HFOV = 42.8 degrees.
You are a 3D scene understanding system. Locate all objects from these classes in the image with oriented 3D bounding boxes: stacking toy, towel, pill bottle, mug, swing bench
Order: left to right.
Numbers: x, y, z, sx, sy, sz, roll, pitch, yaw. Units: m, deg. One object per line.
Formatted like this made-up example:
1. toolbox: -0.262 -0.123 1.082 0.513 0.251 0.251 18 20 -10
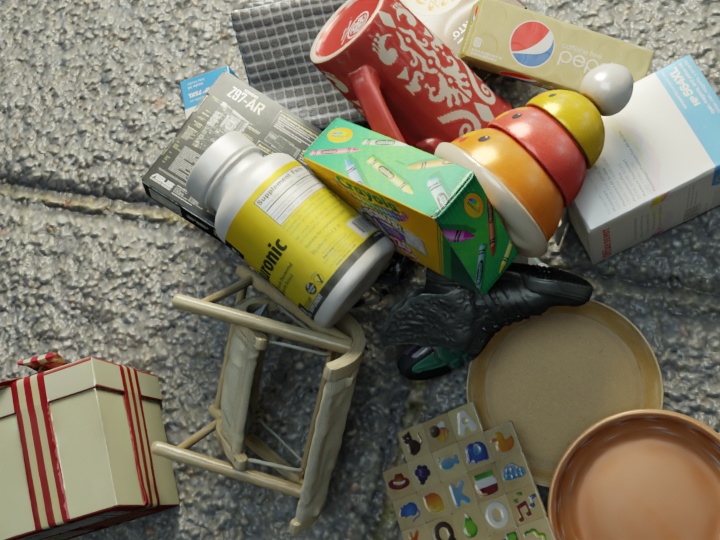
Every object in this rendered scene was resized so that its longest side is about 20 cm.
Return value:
1. swing bench: -0.095 0.130 0.968 0.200 0.130 0.199 23 115 19
2. pill bottle: -0.073 -0.046 0.914 0.200 0.111 0.111 41 88 8
3. towel: -0.046 -0.249 1.077 0.200 0.166 0.086 -9 31 12
4. mug: 0.057 -0.189 0.971 0.133 0.200 0.178 -43 29 12
5. stacking toy: 0.183 -0.124 0.885 0.200 0.146 0.146 -44 68 -3

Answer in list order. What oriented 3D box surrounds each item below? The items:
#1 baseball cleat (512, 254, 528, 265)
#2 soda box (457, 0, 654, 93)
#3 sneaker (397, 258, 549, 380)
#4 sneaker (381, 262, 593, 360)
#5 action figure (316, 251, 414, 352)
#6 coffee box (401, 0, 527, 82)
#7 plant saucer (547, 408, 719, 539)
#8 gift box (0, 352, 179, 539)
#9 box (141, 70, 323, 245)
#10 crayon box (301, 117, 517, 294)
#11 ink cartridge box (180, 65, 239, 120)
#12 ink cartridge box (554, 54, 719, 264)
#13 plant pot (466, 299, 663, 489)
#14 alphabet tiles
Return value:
1. baseball cleat: 0.115 -0.070 1.010 0.106 0.070 0.200 -14 47 0
2. soda box: 0.213 -0.236 1.013 0.200 0.064 0.068 16 95 -6
3. sneaker: 0.115 0.041 1.015 0.200 0.074 0.088 -32 56 -6
4. sneaker: 0.126 0.043 0.929 0.199 0.060 0.104 9 104 3
5. action figure: 0.000 0.000 1.027 0.102 0.119 0.200 29 91 -17
6. coffee box: 0.099 -0.322 1.108 0.114 0.080 0.200 -42 68 1
7. plant saucer: 0.286 0.237 0.905 0.200 0.037 0.201 -1 85 11
8. gift box: -0.337 0.198 1.029 0.200 0.185 0.187 -16 73 4
9. box: -0.111 -0.101 1.006 0.200 0.044 0.160 31 74 3
10. crayon box: 0.045 -0.065 0.882 0.058 0.119 0.200 -48 44 -11
11. ink cartridge box: -0.151 -0.126 1.103 0.067 0.116 0.200 -16 71 11
12. ink cartridge box: 0.282 -0.106 0.969 0.200 0.129 0.125 -26 69 7
13. plant pot: 0.213 0.126 0.964 0.200 0.027 0.200 -1 84 13
14. alphabet tiles: 0.110 0.247 0.955 0.166 0.006 0.200 -29 68 28
